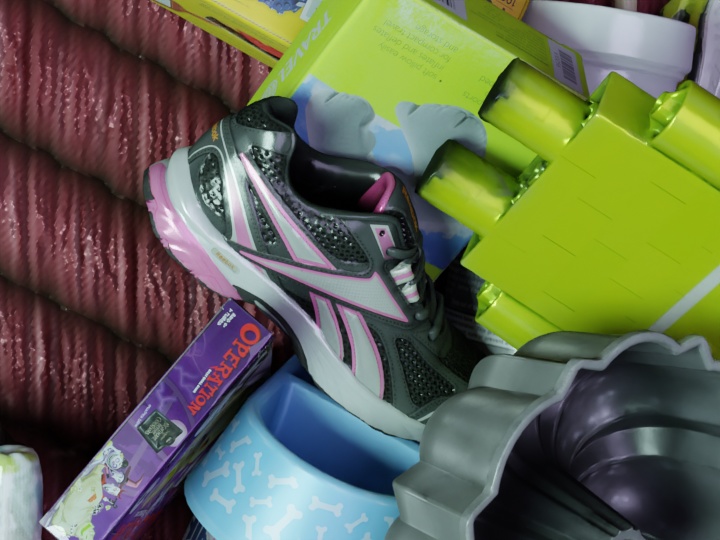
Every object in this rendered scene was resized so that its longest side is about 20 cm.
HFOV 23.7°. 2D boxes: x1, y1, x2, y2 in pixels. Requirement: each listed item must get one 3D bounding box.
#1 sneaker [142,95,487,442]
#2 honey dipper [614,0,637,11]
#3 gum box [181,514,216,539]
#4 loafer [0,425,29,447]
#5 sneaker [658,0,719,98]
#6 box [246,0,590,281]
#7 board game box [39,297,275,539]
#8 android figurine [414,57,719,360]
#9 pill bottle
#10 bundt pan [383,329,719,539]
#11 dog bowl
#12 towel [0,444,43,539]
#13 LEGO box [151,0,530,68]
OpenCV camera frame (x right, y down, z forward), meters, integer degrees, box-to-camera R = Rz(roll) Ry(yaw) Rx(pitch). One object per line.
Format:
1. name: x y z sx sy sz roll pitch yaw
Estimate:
1. sneaker: 0.000 0.000 0.777 0.200 0.080 0.086 37 117 -26
2. honey dipper: 0.144 -0.142 0.933 0.038 0.038 0.201 -4 101 -21
3. gum box: -0.047 0.171 0.784 0.066 0.200 0.114 23 106 -14
4. loafer: -0.182 0.168 0.824 0.071 0.073 0.201 8 101 -27
5. sneaker: 0.217 -0.161 0.944 0.084 0.074 0.201 14 99 -27
6. box: 0.000 -0.049 0.820 0.122 0.048 0.200 27 123 -21
7. board game box: -0.086 0.078 0.780 0.032 0.200 0.120 43 81 4
8. android figurine: 0.126 -0.009 0.760 0.200 0.182 0.041 34 48 -7
9. pill bottle: 0.108 -0.032 0.881 0.115 0.116 0.201 7 96 -21
10. bundt pan: 0.086 0.115 0.742 0.201 0.076 0.203 -13 111 -38
11. dog bowl: -0.008 0.088 0.808 0.111 0.200 0.050 29 107 6
12. towel: -0.212 0.152 0.746 0.048 0.199 0.172 -8 99 -51
13. LEGO box: -0.014 -0.173 0.843 0.200 0.077 0.149 26 86 -21
